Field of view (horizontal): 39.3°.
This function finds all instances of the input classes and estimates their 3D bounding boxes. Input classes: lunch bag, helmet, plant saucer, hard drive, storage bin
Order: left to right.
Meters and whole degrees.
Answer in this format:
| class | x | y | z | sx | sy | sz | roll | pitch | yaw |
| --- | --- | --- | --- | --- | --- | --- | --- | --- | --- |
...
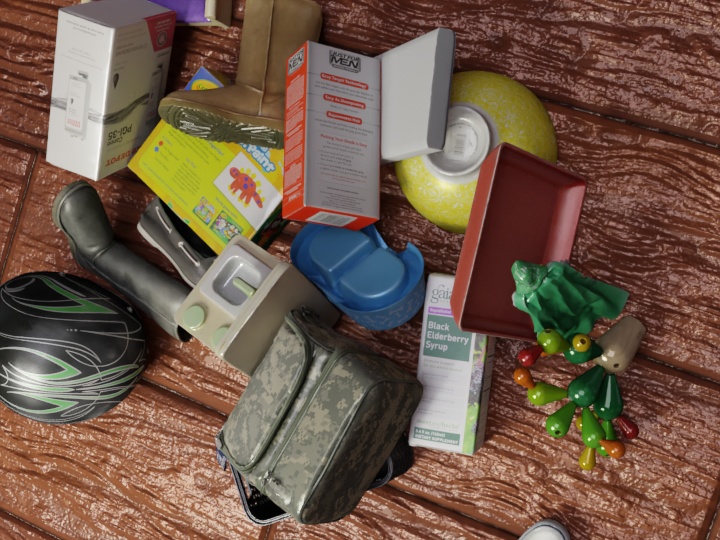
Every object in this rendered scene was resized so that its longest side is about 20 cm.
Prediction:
| class | x | y | z | sx | sy | sz | roll | pitch | yaw |
| --- | --- | --- | --- | --- | --- | --- | --- | --- | --- |
| helmet | -0.379 | 0.104 | 1.294 | 0.190 | 0.200 | 0.201 | 26 | 96 | 26 |
| lunch bag | -0.057 | 0.160 | 1.119 | 0.168 | 0.139 | 0.201 | 34 | 99 | 31 |
| storage bin | -0.052 | 0.214 | 1.230 | 0.199 | 0.094 | 0.136 | -22 | 82 | 17 |
| hard drive | 0.045 | -0.194 | 1.172 | 0.027 | 0.200 | 0.133 | 7 | 87 | -24 |
| plant saucer | 0.171 | -0.026 | 1.117 | 0.037 | 0.200 | 0.201 | 14 | 91 | 39 |

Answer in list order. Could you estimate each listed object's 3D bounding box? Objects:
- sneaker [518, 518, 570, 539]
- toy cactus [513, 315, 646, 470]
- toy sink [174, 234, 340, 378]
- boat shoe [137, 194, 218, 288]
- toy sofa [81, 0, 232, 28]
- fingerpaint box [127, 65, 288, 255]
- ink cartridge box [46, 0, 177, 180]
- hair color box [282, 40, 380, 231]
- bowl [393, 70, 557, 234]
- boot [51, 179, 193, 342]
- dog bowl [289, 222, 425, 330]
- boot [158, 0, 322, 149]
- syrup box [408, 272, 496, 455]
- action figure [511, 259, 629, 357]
| class | x | y | z | sx | sy | sz | roll | pitch | yaw |
| --- | --- | --- | --- | --- | --- | --- | --- | --- | --- |
| sneaker | 0.182 | 0.382 | 1.156 | 0.073 | 0.071 | 0.201 | 26 | 97 | 18 |
| toy cactus | 0.261 | 0.116 | 1.111 | 0.165 | 0.102 | 0.200 | -47 | 112 | -20 |
| toy sink | -0.128 | 0.047 | 1.187 | 0.112 | 0.200 | 0.131 | 33 | 84 | 23 |
| boat shoe | -0.210 | -0.026 | 1.303 | 0.200 | 0.067 | 0.057 | 39 | 115 | 18 |
| toy sofa | -0.273 | -0.367 | 1.322 | 0.199 | 0.098 | 0.083 | 4 | 89 | 18 |
| fingerpaint box | -0.170 | -0.131 | 1.291 | 0.200 | 0.073 | 0.167 | 42 | 101 | 15 |
| ink cartridge box | -0.314 | -0.232 | 1.274 | 0.082 | 0.147 | 0.201 | 22 | 118 | 14 |
| hair color box | -0.033 | -0.155 | 1.177 | 0.061 | 0.101 | 0.201 | -22 | 63 | 58 |
| bowl | 0.122 | -0.143 | 1.176 | 0.199 | 0.108 | 0.201 | 0 | 89 | 19 |
| boot | -0.295 | -0.008 | 1.293 | 0.200 | 0.182 | 0.073 | 39 | 68 | 23 |
| dog bowl | 0.000 | 0.000 | 1.198 | 0.111 | 0.050 | 0.200 | -39 | 45 | -14 |
| boot | -0.144 | -0.253 | 1.237 | 0.174 | 0.066 | 0.201 | 12 | 66 | -12 |
| syrup box | 0.113 | 0.107 | 1.184 | 0.078 | 0.081 | 0.201 | 7 | 91 | 16 |
| action figure | 0.210 | 0.028 | 1.091 | 0.118 | 0.200 | 0.055 | -44 | 57 | 10 |
